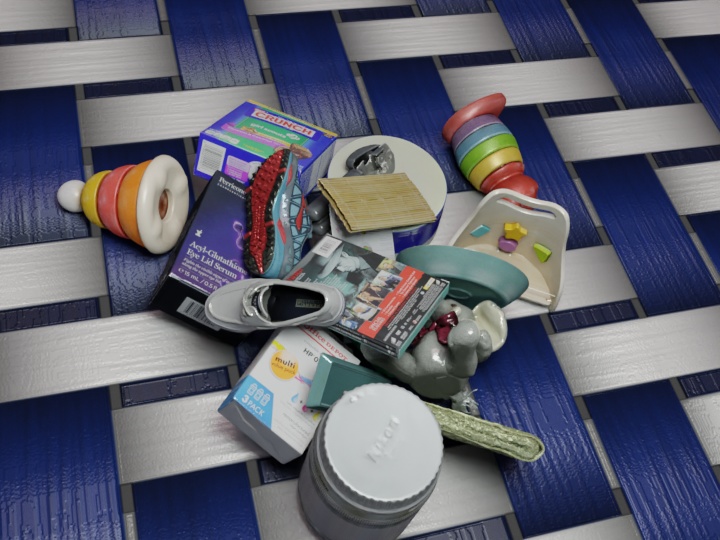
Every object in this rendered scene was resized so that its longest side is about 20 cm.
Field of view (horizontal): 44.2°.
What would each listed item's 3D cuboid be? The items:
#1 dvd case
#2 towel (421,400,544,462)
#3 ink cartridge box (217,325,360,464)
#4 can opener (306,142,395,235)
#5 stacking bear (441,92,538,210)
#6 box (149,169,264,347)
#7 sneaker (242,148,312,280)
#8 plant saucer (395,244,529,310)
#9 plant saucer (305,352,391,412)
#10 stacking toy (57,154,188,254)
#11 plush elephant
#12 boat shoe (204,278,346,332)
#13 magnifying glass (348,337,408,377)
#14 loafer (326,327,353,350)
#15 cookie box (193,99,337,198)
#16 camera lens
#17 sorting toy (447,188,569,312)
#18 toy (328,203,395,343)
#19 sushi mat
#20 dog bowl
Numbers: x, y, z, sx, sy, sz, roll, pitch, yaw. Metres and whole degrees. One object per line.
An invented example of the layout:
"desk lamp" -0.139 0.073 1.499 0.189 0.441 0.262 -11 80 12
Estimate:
"dvd case" 0.000 0.029 1.184 0.198 0.022 0.146 23 47 21
"towel" 0.137 0.212 1.190 0.198 0.148 0.037 17 82 -1
"ink cartridge box" -0.082 0.137 1.173 0.115 0.068 0.201 40 55 -7
"can opener" -0.020 -0.130 1.362 0.066 0.054 0.200 16 48 42
"stacking bear" 0.229 -0.176 1.493 0.113 0.122 0.201 -19 68 -23
"box" -0.194 -0.018 1.283 0.147 0.104 0.202 27 54 -16
"sneaker" -0.112 -0.073 1.260 0.095 0.079 0.202 30 58 -44
"plant saucer" 0.145 0.019 1.294 0.197 0.200 0.036 14 71 0
"plant saucer" -0.009 0.158 1.165 0.019 0.200 0.071 12 82 29
"stacking toy" -0.372 -0.107 1.341 0.197 0.147 0.147 7 53 14
"plush elephant" 0.116 0.090 1.247 0.163 0.200 0.156 -14 48 24
"boat shoe" -0.119 0.039 1.131 0.198 0.065 0.075 -7 78 20
"magnifying glass" -0.002 0.089 1.249 0.199 0.022 0.080 34 41 -36
"loafer" -0.075 0.142 1.244 0.072 0.063 0.200 35 57 17
"cookie box" -0.145 -0.186 1.403 0.169 0.076 0.200 22 28 5
"camera lens" 0.010 0.247 1.100 0.158 0.201 0.162 6 58 -9
"sorting toy" 0.235 -0.050 1.358 0.198 0.181 0.108 18 55 2
"toy" 0.000 0.000 1.318 0.114 0.047 0.203 -6 92 -38
"sushi mat" 0.028 -0.102 1.309 0.199 0.012 0.096 -10 60 -47
"dog bowl" 0.038 -0.119 1.433 0.197 0.079 0.202 5 55 -7
